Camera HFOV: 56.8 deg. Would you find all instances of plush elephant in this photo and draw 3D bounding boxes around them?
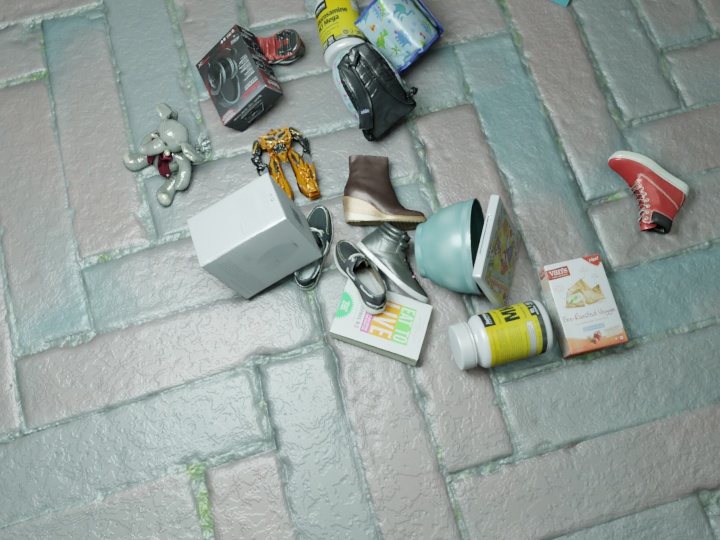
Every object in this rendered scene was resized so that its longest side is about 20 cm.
[{"bbox_3d":[-0.433,-0.273,1.495,0.199,0.155,0.166,-36,77,-11],"label":"plush elephant"}]

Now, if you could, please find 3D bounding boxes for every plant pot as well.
[{"bbox_3d":[0.193,-0.046,1.435,0.132,0.200,0.205,-4,71,21],"label":"plant pot"}]

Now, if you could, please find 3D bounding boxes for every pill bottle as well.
[{"bbox_3d":[0.294,0.140,1.406,0.196,0.115,0.116,-14,73,-6],"label":"pill bottle"},{"bbox_3d":[-0.051,-0.603,1.630,0.110,0.113,0.204,-11,73,-5],"label":"pill bottle"}]

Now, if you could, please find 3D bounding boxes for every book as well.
[{"bbox_3d":[0.046,0.110,1.450,0.196,0.048,0.136,18,67,5],"label":"book"}]

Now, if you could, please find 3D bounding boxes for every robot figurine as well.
[{"bbox_3d":[-0.172,-0.246,1.544,0.143,0.058,0.203,-22,75,-9],"label":"robot figurine"}]

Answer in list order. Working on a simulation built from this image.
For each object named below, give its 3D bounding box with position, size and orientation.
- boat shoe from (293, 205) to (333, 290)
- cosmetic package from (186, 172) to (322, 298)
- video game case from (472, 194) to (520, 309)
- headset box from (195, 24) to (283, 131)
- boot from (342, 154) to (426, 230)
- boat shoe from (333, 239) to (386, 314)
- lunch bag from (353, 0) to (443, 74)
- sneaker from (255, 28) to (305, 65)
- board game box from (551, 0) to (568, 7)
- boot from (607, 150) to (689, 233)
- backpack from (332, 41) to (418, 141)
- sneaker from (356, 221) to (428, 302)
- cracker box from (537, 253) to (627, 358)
[{"bbox_3d":[-0.103,-0.058,1.486,0.074,0.060,0.204,6,73,1],"label":"boat shoe"},{"bbox_3d":[-0.217,-0.066,1.383,0.198,0.200,0.124,-29,63,6],"label":"cosmetic package"},{"bbox_3d":[0.295,-0.032,1.423,0.022,0.200,0.185,6,70,29],"label":"video game case"},{"bbox_3d":[-0.281,-0.440,1.560,0.148,0.077,0.203,-34,72,25],"label":"headset box"},{"bbox_3d":[0.058,-0.183,1.522,0.196,0.072,0.170,5,75,4],"label":"boot"},{"bbox_3d":[0.000,0.000,1.447,0.073,0.061,0.202,-13,55,-20],"label":"boat shoe"},{"bbox_3d":[0.108,-0.601,1.605,0.170,0.127,0.201,48,44,-10],"label":"lunch bag"},{"bbox_3d":[-0.221,-0.535,1.628,0.197,0.098,0.072,-3,91,23],"label":"sneaker"},{"bbox_3d":[0.477,-0.797,1.736,0.197,0.047,0.153,25,74,6],"label":"board game box"},{"bbox_3d":[0.644,-0.175,1.537,0.198,0.073,0.146,32,76,5],"label":"boot"},{"bbox_3d":[0.017,-0.424,1.544,0.166,0.126,0.201,-40,109,-7],"label":"backpack"},{"bbox_3d":[0.094,-0.024,1.459,0.200,0.071,0.099,43,92,5],"label":"sneaker"},{"bbox_3d":[0.484,0.077,1.459,0.131,0.058,0.204,-12,73,-6],"label":"cracker box"}]
